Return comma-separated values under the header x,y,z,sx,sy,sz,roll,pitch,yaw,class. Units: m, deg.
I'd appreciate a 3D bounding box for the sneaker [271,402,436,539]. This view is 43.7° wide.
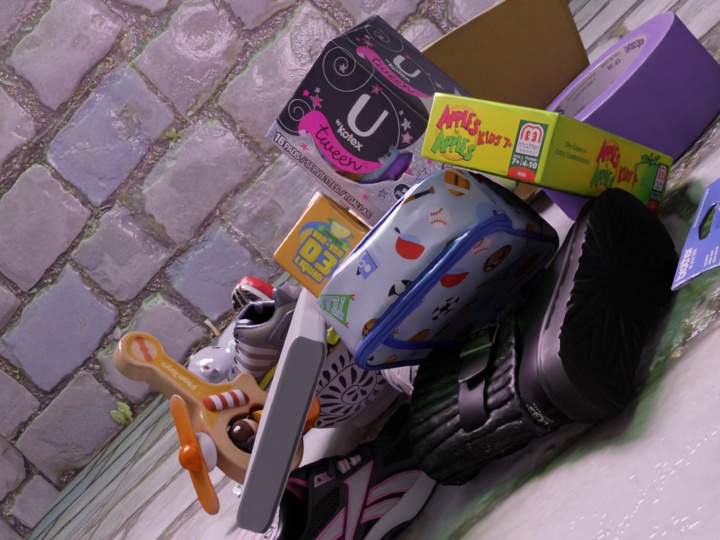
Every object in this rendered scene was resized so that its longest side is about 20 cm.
x,y,z,sx,sy,sz,roll,pitch,yaw,class
-0.011,0.164,0.656,0.080,0.086,0.200,-34,14,48,sneaker

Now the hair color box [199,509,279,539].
x,y,z,sx,sy,sz,roll,pitch,yaw,class
-0.089,0.245,0.747,0.200,0.061,0.102,-38,10,48,hair color box

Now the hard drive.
x,y,z,sx,sy,sz,roll,pitch,yaw,class
-0.054,0.091,0.669,0.200,0.026,0.133,-106,33,-81,hard drive

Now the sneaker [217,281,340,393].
x,y,z,sx,sy,sz,roll,pitch,yaw,class
-0.095,0.075,0.874,0.200,0.081,0.074,-41,9,35,sneaker

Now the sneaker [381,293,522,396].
x,y,z,sx,sy,sz,roll,pitch,yaw,class
0.106,0.041,0.797,0.201,0.075,0.082,-51,24,2,sneaker

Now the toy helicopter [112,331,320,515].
x,y,z,sx,sy,sz,roll,pitch,yaw,class
-0.142,0.127,0.801,0.079,0.199,0.132,-58,-5,37,toy helicopter

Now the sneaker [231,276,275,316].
x,y,z,sx,sy,sz,roll,pitch,yaw,class
-0.066,0.050,1.073,0.077,0.199,0.086,-22,47,48,sneaker

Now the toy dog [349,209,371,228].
x,y,z,sx,sy,sz,roll,pitch,yaw,class
0.065,-0.041,1.057,0.199,0.141,0.193,-22,3,42,toy dog

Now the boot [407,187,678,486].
x,y,z,sx,sy,sz,roll,pitch,yaw,class
0.121,0.042,0.616,0.158,0.079,0.211,-40,8,48,boot

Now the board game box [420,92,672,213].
x,y,z,sx,sy,sz,roll,pitch,yaw,class
0.146,-0.085,0.672,0.199,0.101,0.048,4,-78,-51,board game box

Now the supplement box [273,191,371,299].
x,y,z,sx,sy,sz,roll,pitch,yaw,class
0.000,0.000,0.743,0.069,0.066,0.200,-50,-19,1,supplement box

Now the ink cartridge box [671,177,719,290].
x,y,z,sx,sy,sz,roll,pitch,yaw,class
0.267,-0.053,0.480,0.199,0.042,0.120,-34,14,44,ink cartridge box

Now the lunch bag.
x,y,z,sx,sy,sz,roll,pitch,yaw,class
0.063,0.008,0.669,0.161,0.076,0.199,-49,-24,15,lunch bag

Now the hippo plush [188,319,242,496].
x,y,z,sx,sy,sz,roll,pitch,yaw,class
-0.143,0.151,1.122,0.200,0.161,0.159,-47,9,-14,hippo plush

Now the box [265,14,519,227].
x,y,z,sx,sy,sz,roll,pitch,yaw,class
0.040,-0.114,0.802,0.115,0.199,0.132,-50,1,30,box

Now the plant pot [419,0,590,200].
x,y,z,sx,sy,sz,roll,pitch,yaw,class
0.161,-0.188,1.044,0.194,0.201,0.194,-31,6,-7,plant pot

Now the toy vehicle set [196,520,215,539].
x,y,z,sx,sy,sz,roll,pitch,yaw,class
-0.183,0.336,0.898,0.200,0.027,0.124,-51,10,-31,toy vehicle set

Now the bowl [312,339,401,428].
x,y,z,sx,sy,sz,roll,pitch,yaw,class
-0.007,0.099,0.930,0.201,0.094,0.201,-44,8,8,bowl

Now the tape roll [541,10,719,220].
x,y,z,sx,sy,sz,roll,pitch,yaw,class
0.251,-0.149,0.873,0.200,0.085,0.200,-45,9,9,tape roll
